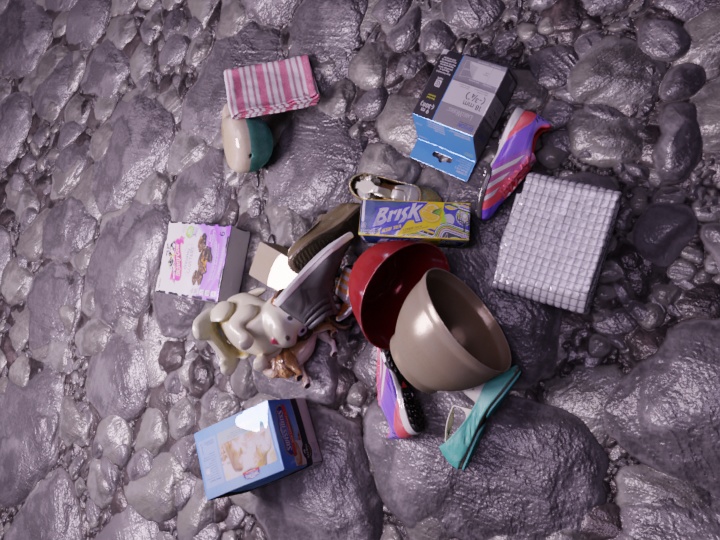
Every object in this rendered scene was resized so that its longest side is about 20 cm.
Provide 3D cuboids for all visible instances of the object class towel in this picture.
[{"bbox_3d":[-0.196,-0.404,1.300,0.196,0.030,0.148,-13,59,-7],"label":"towel"},{"bbox_3d":[0.319,-0.044,0.972,0.164,0.085,0.204,17,90,33],"label":"towel"}]

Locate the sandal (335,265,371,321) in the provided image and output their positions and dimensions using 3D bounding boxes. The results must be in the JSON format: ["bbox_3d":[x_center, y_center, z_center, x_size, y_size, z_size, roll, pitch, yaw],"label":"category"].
[{"bbox_3d":[-0.001,-0.001,1.142,0.059,0.079,0.208,34,91,-8],"label":"sandal"}]

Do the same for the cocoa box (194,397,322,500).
[{"bbox_3d":[-0.201,0.345,1.161,0.198,0.131,0.135,-28,68,22],"label":"cocoa box"}]

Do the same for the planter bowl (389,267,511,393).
[{"bbox_3d":[0.132,0.116,0.987,0.135,0.199,0.202,-42,63,26],"label":"planter bowl"}]

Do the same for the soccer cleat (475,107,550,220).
[{"bbox_3d":[0.260,-0.177,1.034,0.072,0.068,0.203,23,93,17],"label":"soccer cleat"}]

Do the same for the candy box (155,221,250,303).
[{"bbox_3d":[-0.360,-0.018,1.359,0.197,0.071,0.171,6,83,30],"label":"candy box"}]

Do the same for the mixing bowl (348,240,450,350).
[{"bbox_3d":[0.051,0.027,1.061,0.108,0.199,0.203,32,97,47],"label":"mixing bowl"}]

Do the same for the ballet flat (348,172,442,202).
[{"bbox_3d":[0.060,-0.146,1.148,0.198,0.070,0.072,20,90,31],"label":"ballet flat"}]

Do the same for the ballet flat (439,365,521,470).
[{"bbox_3d":[0.190,0.232,0.995,0.070,0.067,0.202,31,98,22],"label":"ballet flat"}]

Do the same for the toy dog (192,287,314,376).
[{"bbox_3d":[-0.183,0.107,1.152,0.197,0.194,0.141,-9,116,30],"label":"toy dog"}]

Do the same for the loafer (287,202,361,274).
[{"bbox_3d":[-0.067,-0.065,1.177,0.199,0.077,0.067,-36,37,-20],"label":"loafer"}]

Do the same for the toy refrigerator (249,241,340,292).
[{"bbox_3d":[-0.130,0.015,1.225,0.198,0.070,0.077,27,101,32],"label":"toy refrigerator"}]

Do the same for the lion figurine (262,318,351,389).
[{"bbox_3d":[-0.114,0.149,1.196,0.200,0.073,0.122,-45,48,-1],"label":"lion figurine"}]

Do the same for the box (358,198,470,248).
[{"bbox_3d":[0.098,-0.085,1.078,0.196,0.064,0.072,3,80,10],"label":"box"}]

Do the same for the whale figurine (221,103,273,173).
[{"bbox_3d":[-0.260,-0.306,1.353,0.201,0.102,0.161,-124,33,-47],"label":"whale figurine"}]

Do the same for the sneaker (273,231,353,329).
[{"bbox_3d":[-0.060,0.023,1.096,0.099,0.071,0.200,46,66,-9],"label":"sneaker"}]

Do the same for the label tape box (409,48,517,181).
[{"bbox_3d":[0.177,-0.289,1.110,0.143,0.063,0.203,29,95,31],"label":"label tape box"}]

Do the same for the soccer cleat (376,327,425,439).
[{"bbox_3d":[0.053,0.204,1.086,0.073,0.068,0.203,-29,68,31],"label":"soccer cleat"}]
